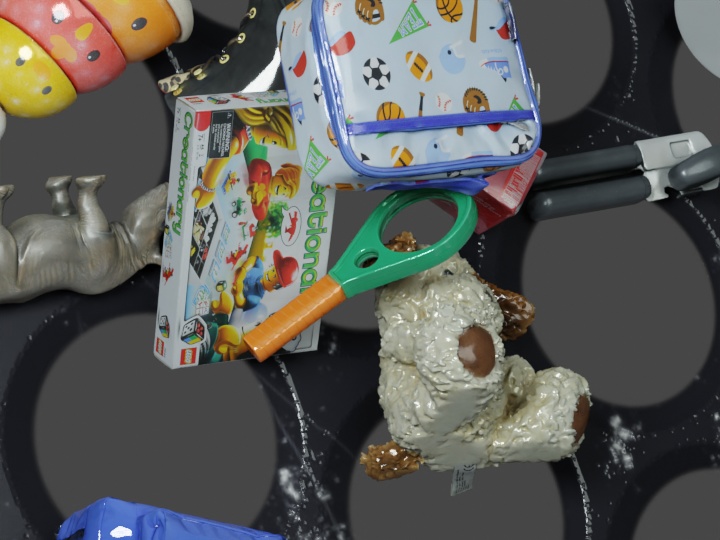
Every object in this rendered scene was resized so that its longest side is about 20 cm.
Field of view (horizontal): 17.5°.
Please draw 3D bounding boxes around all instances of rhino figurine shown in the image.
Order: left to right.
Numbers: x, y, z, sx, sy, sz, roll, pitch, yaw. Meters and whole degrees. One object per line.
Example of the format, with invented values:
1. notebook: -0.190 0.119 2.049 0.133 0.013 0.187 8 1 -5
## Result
1. rhino figurine: -0.205 -0.025 1.690 0.200 0.060 0.088 -7 97 -31

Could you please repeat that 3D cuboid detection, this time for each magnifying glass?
1. magnifying glass: 0.000 0.000 1.721 0.200 0.080 0.022 -35 132 -10

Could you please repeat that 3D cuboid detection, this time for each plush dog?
1. plush dog: 0.064 0.060 1.787 0.200 0.160 0.172 31 42 -44

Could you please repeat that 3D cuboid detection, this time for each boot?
1. boot: -0.086 -0.174 1.763 0.150 0.073 0.200 -33 84 4

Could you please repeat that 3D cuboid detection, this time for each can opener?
1. can opener: 0.227 -0.084 1.944 0.200 0.067 0.053 -11 79 -31

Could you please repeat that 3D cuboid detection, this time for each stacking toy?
1. stacking toy: -0.231 -0.157 1.702 0.146 0.146 0.200 41 77 -11

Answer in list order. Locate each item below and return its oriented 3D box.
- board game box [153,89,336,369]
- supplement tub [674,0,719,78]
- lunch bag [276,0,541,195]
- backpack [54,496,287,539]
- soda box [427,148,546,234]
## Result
1. board game box: -0.081 -0.031 1.710 0.126 0.035 0.200 -7 115 -32
2. supplement tub: 0.380 -0.260 2.042 0.200 0.140 0.140 -40 95 -32
3. lunch bag: 0.041 -0.132 1.691 0.200 0.076 0.161 -7 80 -36
4. backpack: -0.135 0.264 1.576 0.162 0.168 0.200 14 71 -17
5. soda box: 0.043 -0.113 1.850 0.200 0.070 0.063 34 64 -14
